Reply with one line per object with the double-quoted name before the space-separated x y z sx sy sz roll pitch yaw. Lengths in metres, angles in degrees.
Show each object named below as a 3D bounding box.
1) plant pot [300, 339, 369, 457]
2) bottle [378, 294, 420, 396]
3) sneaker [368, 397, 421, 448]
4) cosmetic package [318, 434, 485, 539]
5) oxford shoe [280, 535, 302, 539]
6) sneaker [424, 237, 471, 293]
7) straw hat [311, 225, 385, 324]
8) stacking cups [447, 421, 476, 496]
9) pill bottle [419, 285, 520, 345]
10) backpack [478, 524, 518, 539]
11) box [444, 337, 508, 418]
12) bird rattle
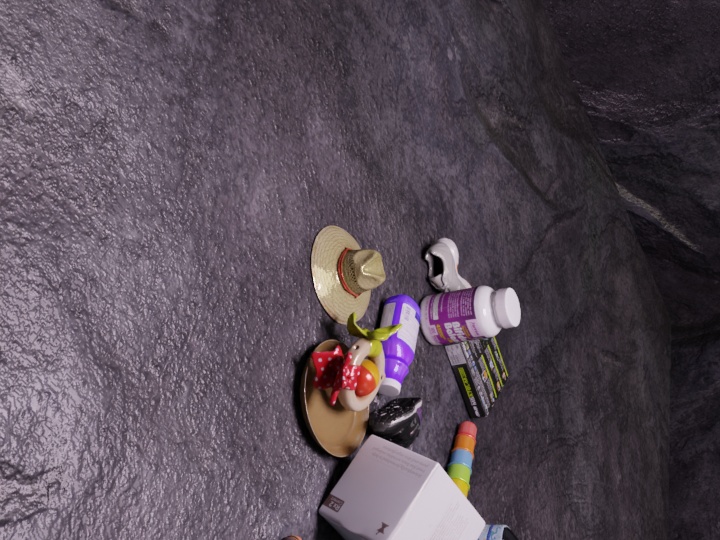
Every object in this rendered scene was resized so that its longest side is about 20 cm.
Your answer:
"plant pot" -0.048 0.222 1.472 0.200 0.027 0.201 29 55 -52
"bottle" 0.069 0.147 1.654 0.084 0.065 0.201 48 42 -40
"sneaker" 0.076 0.298 1.591 0.200 0.075 0.088 -6 92 -68
"cosmetic package" 0.072 0.416 1.425 0.165 0.164 0.200 -52 129 -23
"oxford shoe" -0.126 0.475 1.215 0.072 0.071 0.201 41 47 -39
"sneaker" 0.193 0.032 1.907 0.092 0.075 0.201 -26 95 -51
"straw hat" 0.000 0.000 1.570 0.201 0.085 0.202 27 58 -53
"stacking cups" 0.220 0.412 1.816 0.061 0.060 0.200 59 36 -29
"pill bottle" 0.235 0.094 1.815 0.112 0.199 0.113 27 57 -52
"backpack" 0.288 0.625 1.799 0.201 0.153 0.164 77 25 -48
"box" 0.277 0.214 1.997 0.193 0.047 0.201 -46 118 -57
"bird rattle" 0.001 0.171 1.456 0.200 0.112 0.164 -59 145 -46
